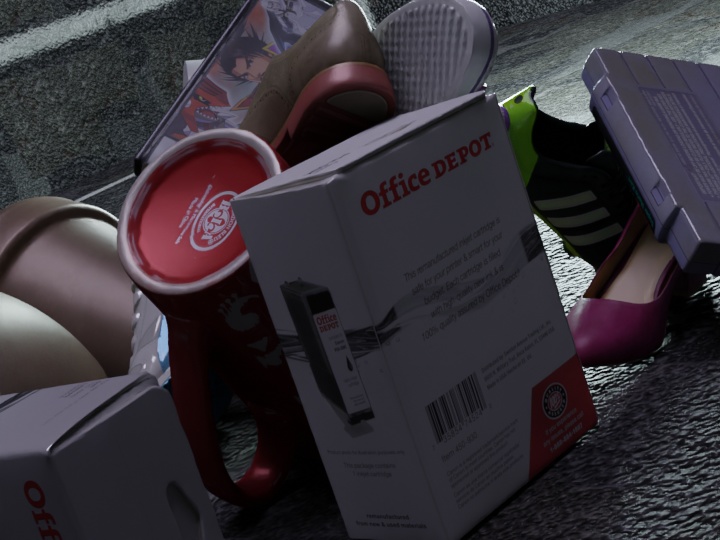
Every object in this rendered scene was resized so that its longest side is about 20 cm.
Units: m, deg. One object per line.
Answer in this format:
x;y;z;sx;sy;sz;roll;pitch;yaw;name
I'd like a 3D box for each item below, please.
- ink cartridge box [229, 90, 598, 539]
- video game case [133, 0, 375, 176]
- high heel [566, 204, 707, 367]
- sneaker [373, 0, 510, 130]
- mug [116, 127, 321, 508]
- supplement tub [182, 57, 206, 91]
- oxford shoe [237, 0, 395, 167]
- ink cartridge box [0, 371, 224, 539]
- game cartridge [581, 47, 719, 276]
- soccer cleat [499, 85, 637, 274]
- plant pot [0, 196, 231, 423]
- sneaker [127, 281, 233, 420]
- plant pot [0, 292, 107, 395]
0.033;0.023;0.847;0.082;0.202;0.146;-7;16;45;ink cartridge box
-0.040;-0.108;1.156;0.201;0.179;0.026;-59;-7;-27;video game case
0.174;-0.010;1.003;0.067;0.097;0.200;5;23;29;high heel
0.055;-0.110;0.961;0.113;0.073;0.200;-9;-15;-27;sneaker
-0.050;0.031;0.932;0.132;0.200;0.179;-15;56;17;mug
-0.041;-0.109;1.253;0.197;0.146;0.144;-3;9;-10;supplement tub
-0.040;-0.089;0.966;0.070;0.076;0.200;10;-31;-31;oxford shoe
-0.170;0.142;0.779;0.198;0.148;0.084;-12;15;36;ink cartridge box
0.226;-0.068;1.003;0.128;0.039;0.201;2;42;-17;game cartridge
0.159;-0.054;1.070;0.081;0.199;0.068;-36;37;36;soccer cleat
-0.187;0.058;1.165;0.173;0.203;0.200;13;29;34;plant pot
-0.119;0.038;1.048;0.080;0.077;0.201;16;63;24;sneaker
-0.238;0.103;1.023;0.199;0.203;0.134;-10;-5;40;plant pot
